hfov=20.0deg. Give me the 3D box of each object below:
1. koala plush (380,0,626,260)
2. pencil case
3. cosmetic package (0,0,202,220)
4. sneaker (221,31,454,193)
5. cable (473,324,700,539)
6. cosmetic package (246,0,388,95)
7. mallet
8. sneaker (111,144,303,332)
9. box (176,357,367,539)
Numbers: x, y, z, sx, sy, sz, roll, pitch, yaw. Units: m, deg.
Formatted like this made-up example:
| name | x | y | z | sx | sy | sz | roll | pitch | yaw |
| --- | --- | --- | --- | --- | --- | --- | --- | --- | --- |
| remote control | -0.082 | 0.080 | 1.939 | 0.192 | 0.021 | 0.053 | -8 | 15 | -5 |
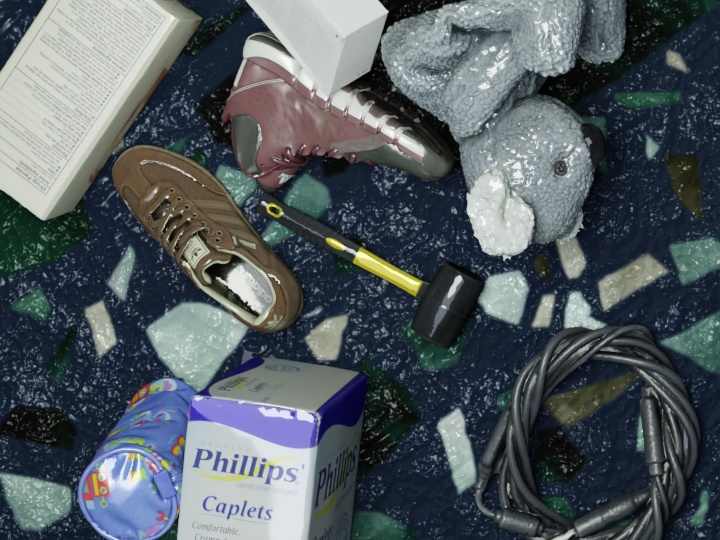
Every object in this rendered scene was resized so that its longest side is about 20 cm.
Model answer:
| name | x | y | z | sx | sy | sz | roll | pitch | yaw |
| --- | --- | --- | --- | --- | --- | --- | --- | --- | --- |
| koala plush | 0.119 | -0.111 | 1.567 | 0.183 | 0.177 | 0.201 | -11 | 95 | 23 |
| pencil case | -0.166 | 0.149 | 1.633 | 0.086 | 0.200 | 0.078 | -23 | 101 | 10 |
| cosmetic package | -0.230 | -0.153 | 1.661 | 0.103 | 0.087 | 0.200 | 38 | 101 | 4 |
| sneaker | -0.027 | -0.099 | 1.643 | 0.199 | 0.076 | 0.116 | 34 | 107 | 16 |
| cable | 0.191 | 0.139 | 1.634 | 0.163 | 0.051 | 0.201 | 27 | 100 | 6 |
| cosmetic package | -0.062 | -0.240 | 1.594 | 0.051 | 0.083 | 0.200 | -32 | 72 | -23 |
| mallet | 0.000 | 0.000 | 1.664 | 0.199 | 0.041 | 0.066 | 22 | 97 | 12 |
| sneaker | -0.127 | -0.029 | 1.662 | 0.200 | 0.076 | 0.071 | 41 | 102 | 3 |
| box | -0.070 | 0.185 | 1.621 | 0.104 | 0.184 | 0.201 | 7 | 98 | 11 |
